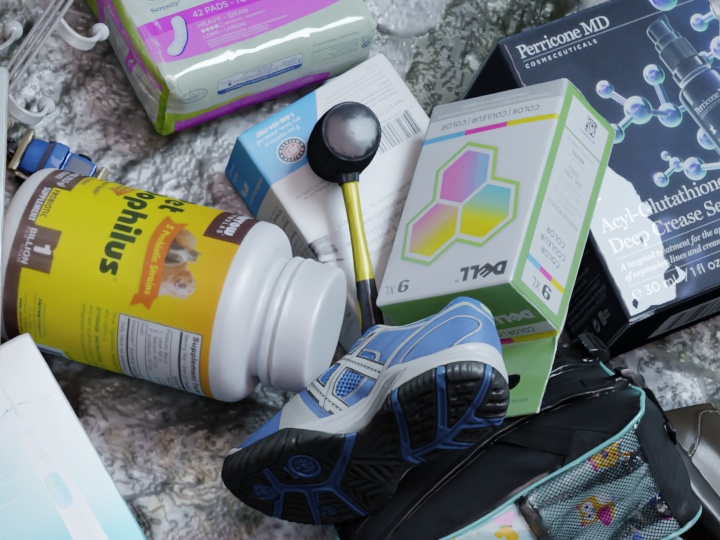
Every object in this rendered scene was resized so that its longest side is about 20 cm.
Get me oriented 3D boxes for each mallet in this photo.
[{"bbox_3d":[0.000,0.000,1.651,0.041,0.066,0.201,-8,89,-11],"label":"mallet"}]

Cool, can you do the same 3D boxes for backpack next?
[{"bbox_3d":[0.089,0.151,1.616,0.199,0.176,0.154,-24,110,-7],"label":"backpack"}]

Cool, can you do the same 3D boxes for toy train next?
[{"bbox_3d":[-0.243,-0.091,1.688,0.199,0.046,0.034,27,68,-3],"label":"toy train"}]

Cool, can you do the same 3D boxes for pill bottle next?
[{"bbox_3d":[-0.113,0.013,1.623,0.199,0.109,0.110,14,68,12],"label":"pill bottle"}]

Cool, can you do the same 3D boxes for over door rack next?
[{"bbox_3d":[-0.215,-0.212,1.679,0.200,0.148,0.066,50,33,17],"label":"over door rack"}]

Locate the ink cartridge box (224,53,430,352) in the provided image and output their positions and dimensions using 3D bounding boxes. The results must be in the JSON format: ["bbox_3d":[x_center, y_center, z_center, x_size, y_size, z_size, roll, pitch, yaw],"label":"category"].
[{"bbox_3d":[0.018,-0.019,1.711,0.116,0.068,0.201,-31,80,-19],"label":"ink cartridge box"}]

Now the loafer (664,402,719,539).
[{"bbox_3d":[0.248,0.163,1.699,0.071,0.073,0.201,-31,81,-18],"label":"loafer"}]

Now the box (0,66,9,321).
[{"bbox_3d":[-0.253,-0.002,1.529,0.097,0.124,0.201,4,68,-12],"label":"box"}]

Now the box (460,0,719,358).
[{"bbox_3d":[0.179,-0.064,1.742,0.148,0.107,0.201,-21,77,-17],"label":"box"}]

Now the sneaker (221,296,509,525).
[{"bbox_3d":[0.005,0.083,1.565,0.076,0.199,0.077,45,33,-32],"label":"sneaker"}]

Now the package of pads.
[{"bbox_3d":[-0.102,-0.195,1.730,0.154,0.068,0.201,-20,66,-18],"label":"package of pads"}]

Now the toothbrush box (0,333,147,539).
[{"bbox_3d":[-0.212,0.162,1.591,0.146,0.085,0.201,-29,80,-19],"label":"toothbrush box"}]

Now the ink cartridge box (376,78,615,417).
[{"bbox_3d":[0.074,-0.010,1.611,0.059,0.103,0.201,41,54,-37],"label":"ink cartridge box"}]
